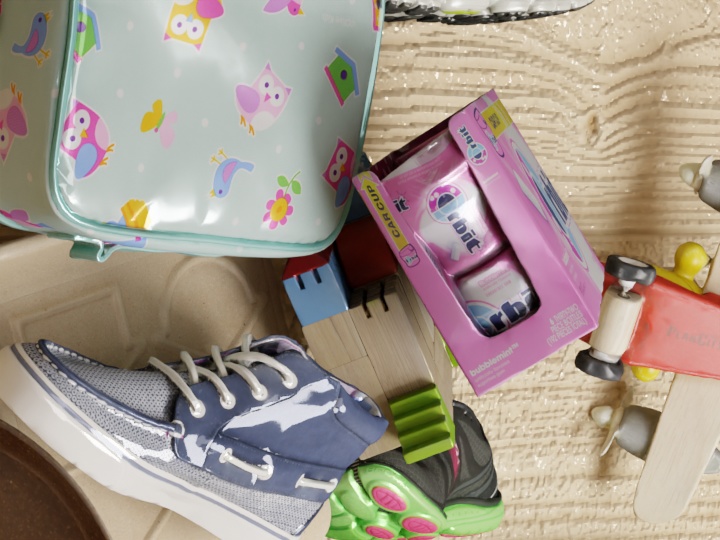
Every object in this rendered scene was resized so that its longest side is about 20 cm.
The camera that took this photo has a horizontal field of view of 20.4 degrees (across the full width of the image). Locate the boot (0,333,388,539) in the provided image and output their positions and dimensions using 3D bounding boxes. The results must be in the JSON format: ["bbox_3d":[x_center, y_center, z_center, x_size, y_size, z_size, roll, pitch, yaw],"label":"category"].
[{"bbox_3d":[-0.072,0.056,0.881,0.090,0.073,0.200,-49,140,4],"label":"boot"}]

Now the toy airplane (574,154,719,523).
[{"bbox_3d":[0.217,0.033,1.242,0.199,0.141,0.200,-30,106,1],"label":"toy airplane"}]

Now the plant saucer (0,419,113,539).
[{"bbox_3d":[-0.186,0.147,0.878,0.037,0.199,0.202,-38,127,-72],"label":"plant saucer"}]

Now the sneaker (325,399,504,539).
[{"bbox_3d":[0.024,0.107,1.104,0.200,0.076,0.084,19,67,-71],"label":"sneaker"}]

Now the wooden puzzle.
[{"bbox_3d":[-0.103,0.067,0.954,0.185,0.046,0.201,-21,105,-46],"label":"wooden puzzle"}]

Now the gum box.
[{"bbox_3d":[0.061,-0.019,0.967,0.066,0.200,0.114,-31,93,10],"label":"gum box"}]

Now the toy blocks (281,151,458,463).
[{"bbox_3d":[0.000,0.000,1.026,0.200,0.099,0.137,-82,150,-70],"label":"toy blocks"}]

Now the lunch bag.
[{"bbox_3d":[-0.082,-0.082,0.881,0.199,0.077,0.162,6,96,-48],"label":"lunch bag"}]

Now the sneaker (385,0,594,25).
[{"bbox_3d":[0.061,-0.182,1.112,0.199,0.077,0.086,-4,94,-43],"label":"sneaker"}]
